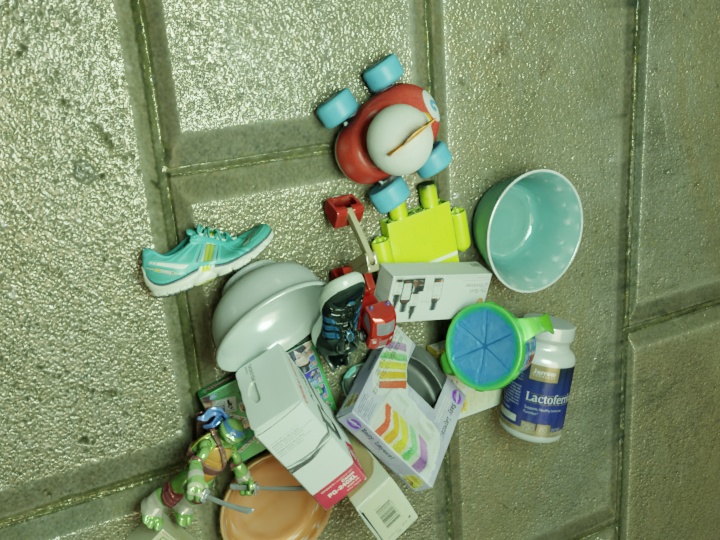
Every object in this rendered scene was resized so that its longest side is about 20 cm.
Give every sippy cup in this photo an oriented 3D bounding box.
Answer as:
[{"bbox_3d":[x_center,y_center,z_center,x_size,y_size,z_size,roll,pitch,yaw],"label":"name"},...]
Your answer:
[{"bbox_3d":[0.225,0.123,1.174,0.129,0.174,0.144,7,95,-57],"label":"sippy cup"}]

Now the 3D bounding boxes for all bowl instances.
[{"bbox_3d":[0.269,-0.074,1.217,0.195,0.105,0.207,-7,106,-24],"label":"bowl"},{"bbox_3d":[-0.141,0.050,1.039,0.198,0.091,0.202,-31,159,-13],"label":"bowl"}]

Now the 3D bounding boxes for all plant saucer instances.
[{"bbox_3d":[-0.140,0.387,1.183,0.195,0.037,0.206,-7,108,-23],"label":"plant saucer"}]

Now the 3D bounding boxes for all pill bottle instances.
[{"bbox_3d":[0.315,0.187,1.260,0.113,0.115,0.206,1,103,-25],"label":"pill bottle"}]

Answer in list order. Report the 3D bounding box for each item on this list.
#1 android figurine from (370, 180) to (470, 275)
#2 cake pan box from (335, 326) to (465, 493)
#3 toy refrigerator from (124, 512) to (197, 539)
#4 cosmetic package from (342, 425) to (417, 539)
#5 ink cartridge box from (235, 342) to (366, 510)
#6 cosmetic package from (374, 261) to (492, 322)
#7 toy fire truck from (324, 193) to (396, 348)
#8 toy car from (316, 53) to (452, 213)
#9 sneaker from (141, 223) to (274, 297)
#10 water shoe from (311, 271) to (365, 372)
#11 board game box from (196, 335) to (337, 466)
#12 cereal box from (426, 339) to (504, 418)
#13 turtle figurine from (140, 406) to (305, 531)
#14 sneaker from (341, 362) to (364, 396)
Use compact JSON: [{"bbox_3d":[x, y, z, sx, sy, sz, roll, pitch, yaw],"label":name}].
[{"bbox_3d":[0.102,-0.038,1.184,0.178,0.041,0.206,-19,110,-20],"label":"android figurine"},{"bbox_3d":[0.073,0.218,1.155,0.185,0.052,0.201,47,45,-13],"label":"cake pan box"},{"bbox_3d":[-0.275,0.472,1.122,0.076,0.070,0.201,-42,117,-9],"label":"toy refrigerator"},{"bbox_3d":[0.000,0.330,1.141,0.071,0.199,0.106,-38,118,-10],"label":"cosmetic package"},{"bbox_3d":[-0.088,0.229,1.055,0.082,0.146,0.202,-33,125,-1],"label":"ink cartridge box"},{"bbox_3d":[0.117,0.035,1.158,0.195,0.051,0.085,-2,118,-30],"label":"cosmetic package"},{"bbox_3d":[0.000,0.000,1.083,0.048,0.202,0.143,-13,141,-24],"label":"toy fire truck"},{"bbox_3d":[0.061,-0.196,1.016,0.175,0.199,0.187,-37,108,-11],"label":"toy car"},{"bbox_3d":[-0.214,-0.029,1.017,0.196,0.077,0.082,-23,100,-20],"label":"sneaker"},{"bbox_3d":[-0.021,0.077,1.038,0.070,0.080,0.202,-21,155,-22],"label":"water shoe"},{"bbox_3d":[-0.145,0.207,1.136,0.196,0.029,0.138,-26,114,-18],"label":"board game box"},{"bbox_3d":[0.215,0.182,1.297,0.195,0.039,0.148,-13,110,-23],"label":"cereal box"},{"bbox_3d":[-0.215,0.326,1.041,0.193,0.144,0.201,-42,92,19],"label":"turtle figurine"},{"bbox_3d":[0.046,0.237,1.201,0.078,0.091,0.201,-44,118,-9],"label":"sneaker"}]
